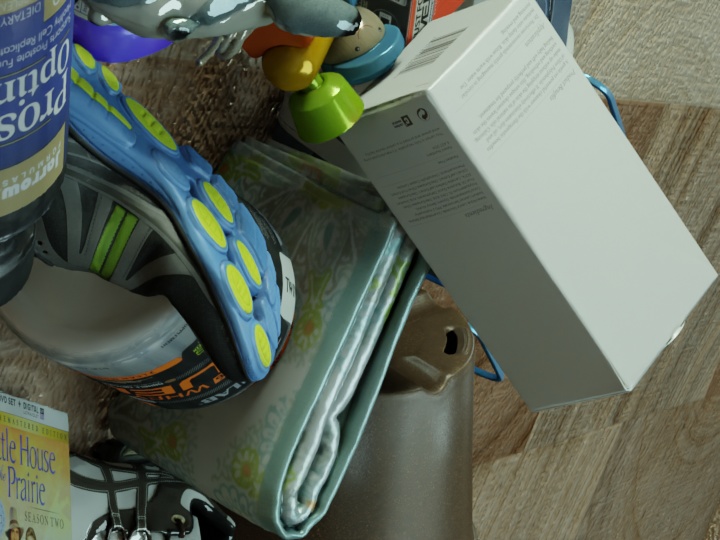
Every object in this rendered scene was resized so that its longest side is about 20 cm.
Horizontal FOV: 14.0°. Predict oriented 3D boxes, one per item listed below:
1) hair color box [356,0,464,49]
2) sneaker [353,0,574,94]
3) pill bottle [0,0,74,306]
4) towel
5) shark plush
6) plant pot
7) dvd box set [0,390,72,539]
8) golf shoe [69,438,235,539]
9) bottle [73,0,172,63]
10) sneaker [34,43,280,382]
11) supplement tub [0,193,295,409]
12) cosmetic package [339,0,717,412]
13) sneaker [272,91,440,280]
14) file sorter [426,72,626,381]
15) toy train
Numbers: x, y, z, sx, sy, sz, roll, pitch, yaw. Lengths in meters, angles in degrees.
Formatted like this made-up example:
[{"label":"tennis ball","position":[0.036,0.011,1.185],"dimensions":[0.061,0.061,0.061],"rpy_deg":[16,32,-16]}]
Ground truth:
[{"label":"hair color box","position":[0.035,-0.210,1.665],"dimensions":[0.200,0.101,0.061],"rpy_deg":[-50,157,-41]},{"label":"sneaker","position":[0.078,-0.114,1.836],"dimensions":[0.147,0.080,0.200],"rpy_deg":[52,46,-36]},{"label":"pill bottle","position":[-0.177,-0.079,1.227],"dimensions":[0.112,0.112,0.200],"rpy_deg":[-48,155,-42]},{"label":"towel","position":[-0.049,0.032,1.641],"dimensions":[0.048,0.171,0.201],"rpy_deg":[24,91,-40]},{"label":"shark plush","position":[-0.090,-0.150,1.329],"dimensions":[0.199,0.091,0.084],"rpy_deg":[-5,106,-25]},{"label":"plant pot","position":[-0.010,0.122,1.847],"dimensions":[0.200,0.200,0.199],"rpy_deg":[-39,141,-53]},{"label":"dvd box set","position":[-0.184,0.164,1.497],"dimensions":[0.146,0.029,0.201],"rpy_deg":[33,53,-71]},{"label":"golf shoe","position":[-0.138,0.146,1.652],"dimensions":[0.200,0.094,0.078],"rpy_deg":[-21,134,-63]},{"label":"bottle","position":[-0.101,-0.198,1.358],"dimensions":[0.083,0.065,0.201],"rpy_deg":[-32,143,-49]},{"label":"sneaker","position":[-0.113,-0.025,1.375],"dimensions":[0.083,0.200,0.071],"rpy_deg":[-41,-172,23]},{"label":"supplement tub","position":[-0.106,0.004,1.512],"dimensions":[0.123,0.122,0.200],"rpy_deg":[-64,161,-3]},{"label":"cosmetic package","position":[0.091,-0.036,1.572],"dimensions":[0.108,0.085,0.200],"rpy_deg":[-46,110,-38]},{"label":"sneaker","position":[0.001,0.000,1.706],"dimensions":[0.077,0.202,0.147],"rpy_deg":[6,115,-40]},{"label":"file sorter","position":[0.079,-0.045,1.964],"dimensions":[0.200,0.122,0.139],"rpy_deg":[-61,161,-11]},{"label":"toy train","position":[-0.036,-0.112,1.491],"dimensions":[0.116,0.084,0.200],"rpy_deg":[64,28,-29]}]
